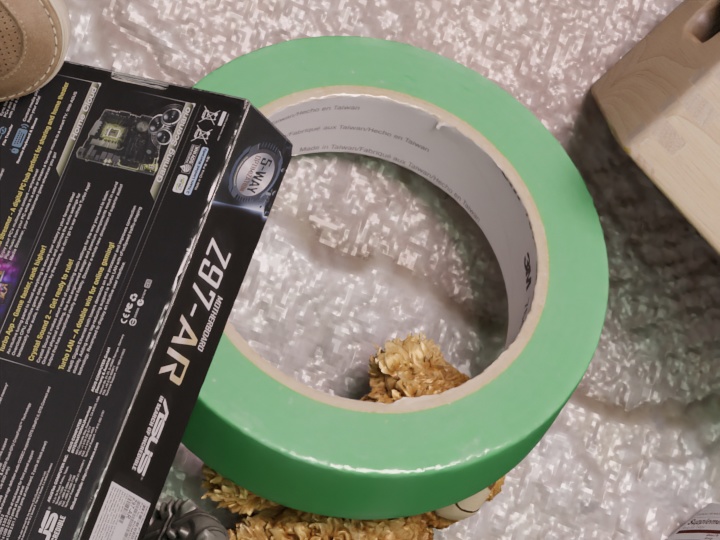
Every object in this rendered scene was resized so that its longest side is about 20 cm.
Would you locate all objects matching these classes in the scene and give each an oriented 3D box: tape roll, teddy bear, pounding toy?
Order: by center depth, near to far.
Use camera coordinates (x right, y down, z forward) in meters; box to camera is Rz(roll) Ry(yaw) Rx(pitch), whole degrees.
[{"bbox_3d":[0.000,0.000,0.905,0.200,0.048,0.201,6,60,-10],"label":"tape roll"},{"bbox_3d":[-0.011,0.120,0.917,0.199,0.067,0.145,-26,95,-19],"label":"teddy bear"},{"bbox_3d":[0.197,-0.072,0.960,0.142,0.200,0.184,-42,100,10],"label":"pounding toy"}]

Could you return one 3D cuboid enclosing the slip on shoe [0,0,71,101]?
[{"bbox_3d":[-0.197,-0.107,0.793,0.200,0.061,0.076,28,115,-25],"label":"slip on shoe"}]

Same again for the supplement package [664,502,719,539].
[{"bbox_3d":[0.157,0.231,0.923,0.200,0.147,0.192,-36,96,-18],"label":"supplement package"}]

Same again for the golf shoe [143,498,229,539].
[{"bbox_3d":[-0.089,0.176,0.857,0.088,0.077,0.200,21,111,-26],"label":"golf shoe"}]

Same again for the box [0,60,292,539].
[{"bbox_3d":[-0.133,0.018,0.844,0.160,0.044,0.201,13,75,28],"label":"box"}]
